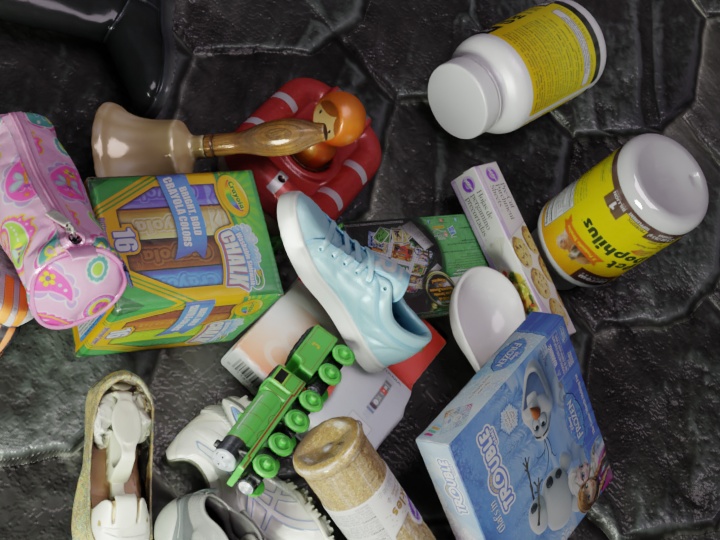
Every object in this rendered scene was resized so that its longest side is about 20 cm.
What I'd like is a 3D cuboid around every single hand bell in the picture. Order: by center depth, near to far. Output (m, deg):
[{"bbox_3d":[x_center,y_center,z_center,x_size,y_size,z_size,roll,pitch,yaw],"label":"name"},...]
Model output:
[{"bbox_3d":[-0.127,-0.111,1.190,0.199,0.104,0.105,-6,64,13],"label":"hand bell"}]

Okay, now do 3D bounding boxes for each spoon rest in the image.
[{"bbox_3d":[0.121,0.093,1.304,0.099,0.060,0.201,21,69,-35],"label":"spoon rest"}]

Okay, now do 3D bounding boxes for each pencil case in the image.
[{"bbox_3d":[-0.252,-0.045,1.063,0.087,0.088,0.200,-5,42,-31],"label":"pencil case"}]

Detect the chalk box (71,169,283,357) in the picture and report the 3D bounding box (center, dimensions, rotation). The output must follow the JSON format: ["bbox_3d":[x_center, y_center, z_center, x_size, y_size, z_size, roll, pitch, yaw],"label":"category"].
[{"bbox_3d":[-0.152,-0.007,1.180,0.199,0.125,0.124,-4,69,-30],"label":"chalk box"}]

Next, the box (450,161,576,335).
[{"bbox_3d":[0.158,-0.014,1.383,0.041,0.039,0.201,-14,77,-44],"label":"box"}]

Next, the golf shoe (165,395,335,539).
[{"bbox_3d":[-0.091,0.211,1.157,0.097,0.078,0.200,-33,80,-19],"label":"golf shoe"}]

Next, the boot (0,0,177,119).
[{"bbox_3d":[-0.275,-0.231,1.243,0.199,0.066,0.165,17,43,-27],"label":"boot"}]

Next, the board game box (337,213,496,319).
[{"bbox_3d":[0.068,-0.004,1.347,0.199,0.023,0.105,-5,69,-40],"label":"board game box"}]

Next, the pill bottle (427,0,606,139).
[{"bbox_3d":[0.171,-0.219,1.468,0.200,0.112,0.113,-30,84,-36],"label":"pill bottle"}]

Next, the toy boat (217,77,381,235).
[{"bbox_3d":[-0.043,-0.123,1.278,0.130,0.131,0.200,43,45,-5],"label":"toy boat"}]

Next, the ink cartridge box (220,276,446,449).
[{"bbox_3d":[-0.012,0.073,1.268,0.162,0.050,0.200,45,57,-4],"label":"ink cartridge box"}]

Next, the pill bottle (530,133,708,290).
[{"bbox_3d":[0.258,-0.052,1.384,0.109,0.200,0.110,12,62,-24],"label":"pill bottle"}]

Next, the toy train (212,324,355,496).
[{"bbox_3d":[-0.065,0.116,1.143,0.056,0.042,0.200,36,40,1],"label":"toy train"}]

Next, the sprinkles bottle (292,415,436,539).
[{"bbox_3d":[0.017,0.218,1.156,0.200,0.068,0.068,57,49,-28],"label":"sprinkles bottle"}]

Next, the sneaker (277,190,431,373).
[{"bbox_3d":[0.000,0.000,1.207,0.200,0.082,0.074,56,22,-29],"label":"sneaker"}]

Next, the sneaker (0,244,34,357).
[{"bbox_3d":[-0.318,0.017,1.107,0.077,0.112,0.200,30,22,-21],"label":"sneaker"}]

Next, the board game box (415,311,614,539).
[{"bbox_3d":[0.153,0.178,1.256,0.199,0.043,0.201,-43,123,-35],"label":"board game box"}]

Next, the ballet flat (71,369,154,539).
[{"bbox_3d":[-0.200,0.177,1.103,0.070,0.071,0.201,9,64,-26],"label":"ballet flat"}]

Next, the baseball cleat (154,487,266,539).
[{"bbox_3d":[-0.108,0.276,1.076,0.070,0.106,0.201,-16,81,-48],"label":"baseball cleat"}]
